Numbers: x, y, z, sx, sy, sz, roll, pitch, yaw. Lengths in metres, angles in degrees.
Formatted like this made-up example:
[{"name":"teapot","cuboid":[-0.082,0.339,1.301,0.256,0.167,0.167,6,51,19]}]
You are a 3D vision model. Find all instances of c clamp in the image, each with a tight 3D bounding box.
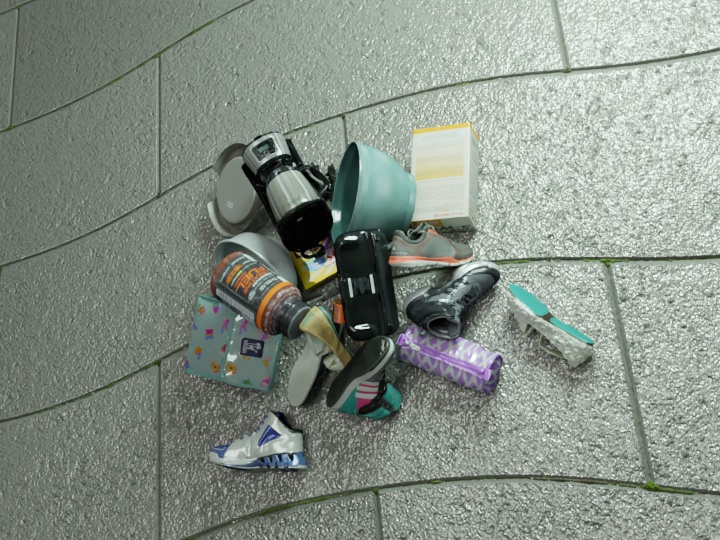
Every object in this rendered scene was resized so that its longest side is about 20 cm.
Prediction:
[{"name":"c clamp","cuboid":[0.000,0.000,1.644,0.199,0.171,0.027,-39,87,20]}]

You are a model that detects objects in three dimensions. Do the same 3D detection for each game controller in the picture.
[{"name":"game controller","cuboid":[0.011,0.026,1.554,0.102,0.042,0.204,-9,90,-7]}]

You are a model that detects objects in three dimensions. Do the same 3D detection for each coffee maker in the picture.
[{"name":"coffee maker","cuboid":[-0.150,-0.147,1.683,0.133,0.193,0.202,-17,60,-23]}]

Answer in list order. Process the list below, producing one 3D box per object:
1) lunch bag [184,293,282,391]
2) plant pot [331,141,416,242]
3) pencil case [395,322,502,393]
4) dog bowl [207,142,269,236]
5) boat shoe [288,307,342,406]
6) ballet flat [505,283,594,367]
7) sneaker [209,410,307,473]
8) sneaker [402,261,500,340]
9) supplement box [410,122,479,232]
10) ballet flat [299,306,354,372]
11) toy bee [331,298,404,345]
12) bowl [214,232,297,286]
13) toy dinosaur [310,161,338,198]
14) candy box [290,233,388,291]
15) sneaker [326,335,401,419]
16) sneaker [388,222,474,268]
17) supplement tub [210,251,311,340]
[{"name":"lunch bag","cuboid":[-0.248,0.147,1.723,0.197,0.121,0.174,11,89,30]},{"name":"plant pot","cuboid":[0.031,-0.140,1.643,0.132,0.200,0.204,8,72,-15]},{"name":"pencil case","cuboid":[0.164,0.159,1.559,0.197,0.085,0.085,18,83,27]},{"name":"dog bowl","cuboid":[-0.257,-0.173,1.842,0.198,0.058,0.204,-6,82,45]},{"name":"boat shoe","cuboid":[-0.088,0.177,1.683,0.073,0.060,0.203,2,72,45]},{"name":"ballet flat","cuboid":[0.328,0.103,1.517,0.199,0.072,0.072,39,91,30]},{"name":"sneaker","cuboid":[-0.193,0.339,1.672,0.196,0.081,0.117,-3,68,16]},{"name":"sneaker","cuboid":[0.182,0.063,1.556,0.197,0.076,0.114,-24,37,0]},{"name":"supplement box","cuboid":[0.168,-0.182,1.678,0.124,0.073,0.204,-3,71,23]},{"name":"ballet flat","cuboid":[-0.057,0.150,1.603,0.063,0.201,0.068,-41,35,-12]},{"name":"toy bee","cuboid":[0.024,0.083,1.635,0.133,0.198,0.108,-65,25,-2]},{"name":"bowl","cuboid":[-0.201,-0.007,1.744,0.199,0.203,0.091,22,52,29]},{"name":"toy dinosaur","cuboid":[-0.112,-0.167,1.806,0.135,0.102,0.201,-31,100,27]},{"name":"candy box","cuboid":[-0.046,-0.049,1.745,0.198,0.026,0.103,-29,76,10]},{"name":"sneaker","cuboid":[0.035,0.210,1.574,0.200,0.119,0.084,-49,29,35]},{"name":"sneaker","cuboid":[0.139,-0.049,1.579,0.076,0.198,0.084,2,95,50]},{"name":"supplement tub","cuboid":[-0.185,0.053,1.606,0.198,0.107,0.108,30,87,26]}]
